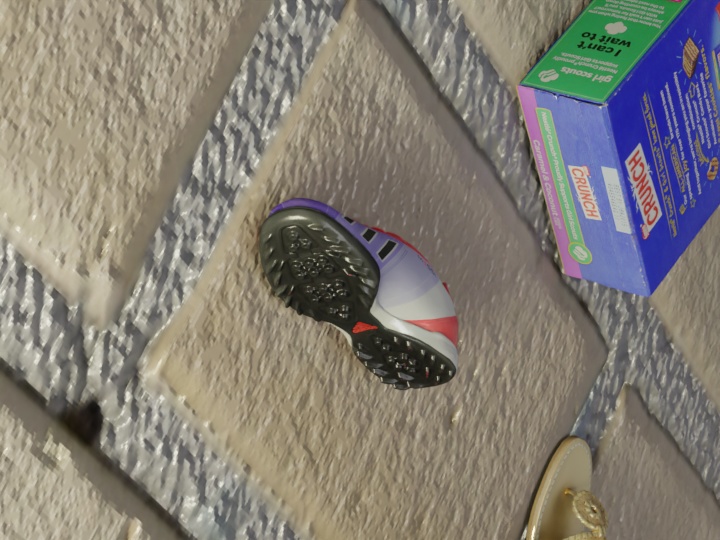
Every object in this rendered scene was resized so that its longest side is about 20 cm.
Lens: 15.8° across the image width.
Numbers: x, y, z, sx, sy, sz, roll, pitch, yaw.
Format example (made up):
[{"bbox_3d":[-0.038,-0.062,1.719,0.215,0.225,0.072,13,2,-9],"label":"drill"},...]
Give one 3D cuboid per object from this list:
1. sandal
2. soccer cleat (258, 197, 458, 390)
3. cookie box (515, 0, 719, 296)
[{"bbox_3d":[0.151,0.227,1.840,0.078,0.070,0.212,34,73,-54],"label":"sandal"},{"bbox_3d":[0.000,0.000,1.563,0.200,0.068,0.073,44,42,-48],"label":"soccer cleat"},{"bbox_3d":[0.202,-0.113,1.789,0.200,0.075,0.171,-49,138,-35],"label":"cookie box"}]
